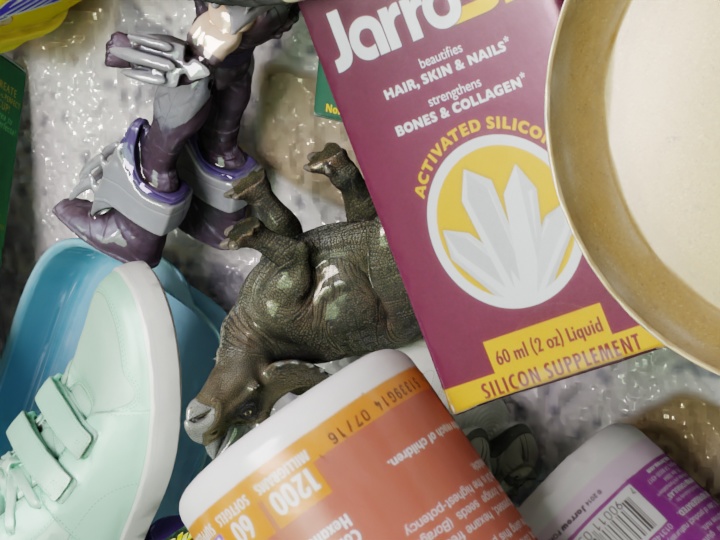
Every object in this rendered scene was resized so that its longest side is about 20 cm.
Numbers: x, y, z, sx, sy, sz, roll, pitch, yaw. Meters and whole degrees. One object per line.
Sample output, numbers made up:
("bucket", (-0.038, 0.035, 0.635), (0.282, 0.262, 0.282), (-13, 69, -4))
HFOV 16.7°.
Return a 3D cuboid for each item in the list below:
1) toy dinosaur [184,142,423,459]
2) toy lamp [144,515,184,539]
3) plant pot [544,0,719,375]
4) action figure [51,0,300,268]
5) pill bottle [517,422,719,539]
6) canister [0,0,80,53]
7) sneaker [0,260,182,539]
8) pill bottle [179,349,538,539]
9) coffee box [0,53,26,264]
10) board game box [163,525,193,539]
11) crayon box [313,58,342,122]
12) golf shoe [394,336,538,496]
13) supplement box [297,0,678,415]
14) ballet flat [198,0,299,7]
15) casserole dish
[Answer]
("toy dinosaur", (0.000, 0.000, 1.065), (0.199, 0.077, 0.103), (-28, 115, -2))
("toy lamp", (-0.100, 0.203, 1.176), (0.058, 0.058, 0.201), (26, 125, 21))
("plant pot", (0.163, -0.057, 0.854), (0.199, 0.027, 0.202), (1, 95, 17))
("action figure", (-0.066, -0.090, 1.067), (0.069, 0.130, 0.201), (39, 130, 18))
("pill bottle", (0.144, 0.168, 1.021), (0.200, 0.112, 0.112), (44, 119, 13))
("canister", (-0.123, -0.168, 1.062), (0.199, 0.148, 0.087), (-26, 90, 30))
("sneaker", (-0.152, 0.088, 1.091), (0.074, 0.117, 0.202), (45, 123, 57))
("pill bottle", (0.027, 0.140, 0.949), (0.112, 0.112, 0.201), (-40, 81, 31))
("coffee box", (-0.232, -0.007, 1.167), (0.122, 0.044, 0.202), (2, 76, 22))
("board game box", (-0.001, 0.169, 1.085), (0.105, 0.024, 0.200), (-35, 119, 22))
("crayon box", (0.084, -0.133, 1.006), (0.199, 0.058, 0.174), (13, 109, 26))
("golf shoe", (-0.005, 0.108, 1.125), (0.200, 0.078, 0.098), (-46, 60, 27))
("supplement box", (0.062, -0.060, 0.952), (0.110, 0.086, 0.201), (-20, 92, 32))
("ballet flat", (-0.092, -0.142, 0.939), (0.199, 0.057, 0.067), (17, 107, 22))
("casserole dish", (-0.121, 0.073, 1.186), (0.121, 0.039, 0.201), (30, 116, 19))
